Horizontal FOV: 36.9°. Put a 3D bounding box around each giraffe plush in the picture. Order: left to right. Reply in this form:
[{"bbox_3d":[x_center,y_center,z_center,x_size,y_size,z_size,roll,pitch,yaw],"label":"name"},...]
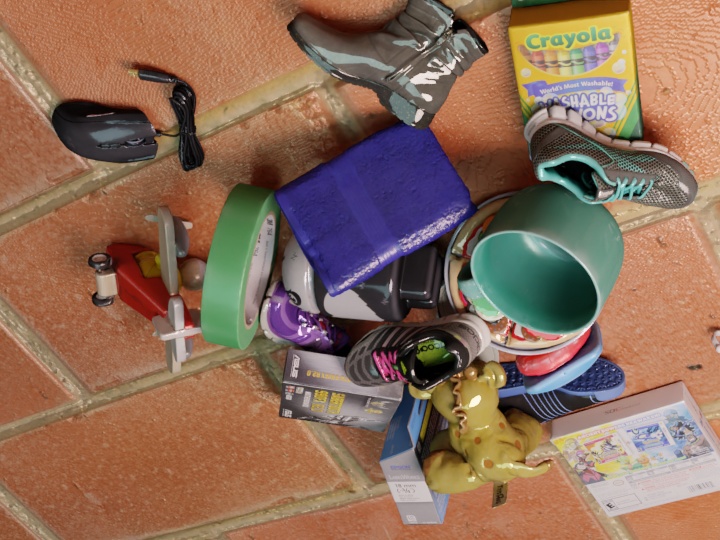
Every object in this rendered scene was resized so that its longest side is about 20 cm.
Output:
[{"bbox_3d":[0.141,0.186,1.378,0.172,0.200,0.163,-22,103,-1],"label":"giraffe plush"}]

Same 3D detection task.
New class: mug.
[{"bbox_3d":[0.201,-0.026,1.209,0.184,0.115,0.152,18,140,25],"label":"mug"}]

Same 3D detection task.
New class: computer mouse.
[{"bbox_3d":[-0.293,-0.185,1.322,0.199,0.046,0.141,11,132,6],"label":"computer mouse"}]

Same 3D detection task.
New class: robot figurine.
[{"bbox_3d":[0.000,0.002,1.346,0.199,0.125,0.151,5,125,16],"label":"robot figurine"}]

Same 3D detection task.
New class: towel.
[{"bbox_3d":[0.017,-0.076,1.244,0.199,0.050,0.148,-30,76,3],"label":"towel"}]

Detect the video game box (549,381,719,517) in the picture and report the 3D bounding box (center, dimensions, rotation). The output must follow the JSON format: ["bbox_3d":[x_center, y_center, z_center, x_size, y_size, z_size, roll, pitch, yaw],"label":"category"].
[{"bbox_3d":[0.396,0.255,1.512,0.199,0.047,0.182,-22,123,29],"label":"video game box"}]

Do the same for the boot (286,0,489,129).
[{"bbox_3d":[0.031,-0.257,1.179,0.200,0.068,0.131,31,117,-9],"label":"boot"}]

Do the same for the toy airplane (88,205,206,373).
[{"bbox_3d":[-0.250,0.027,1.427,0.200,0.141,0.200,-29,89,51],"label":"toy airplane"}]

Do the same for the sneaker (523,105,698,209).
[{"bbox_3d":[0.265,-0.099,1.153,0.199,0.091,0.078,19,135,-4],"label":"sneaker"}]

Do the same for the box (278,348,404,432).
[{"bbox_3d":[-0.030,0.169,1.482,0.158,0.049,0.200,10,159,-3],"label":"box"}]

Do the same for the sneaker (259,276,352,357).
[{"bbox_3d":[-0.060,0.075,1.438,0.083,0.081,0.200,5,154,36],"label":"sneaker"}]

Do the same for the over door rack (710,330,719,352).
[{"bbox_3d":[0.549,0.074,1.306,0.199,0.067,0.148,17,132,0],"label":"over door rack"}]

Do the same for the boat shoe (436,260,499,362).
[{"bbox_3d":[0.139,0.074,1.418,0.075,0.060,0.201,-7,126,3],"label":"boat shoe"}]

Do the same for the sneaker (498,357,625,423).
[{"bbox_3d":[0.263,0.166,1.462,0.199,0.070,0.078,-3,132,26],"label":"sneaker"}]

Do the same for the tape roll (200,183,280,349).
[{"bbox_3d":[-0.145,-0.005,1.332,0.048,0.201,0.201,12,131,4],"label":"tape roll"}]

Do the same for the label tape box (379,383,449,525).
[{"bbox_3d":[0.077,0.236,1.515,0.063,0.144,0.201,-5,127,21],"label":"label tape box"}]

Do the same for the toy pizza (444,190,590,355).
[{"bbox_3d":[0.199,0.005,1.299,0.199,0.032,0.201,2,98,12],"label":"toy pizza"}]

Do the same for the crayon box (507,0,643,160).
[{"bbox_3d":[0.230,-0.218,1.155,0.125,0.052,0.201,-4,128,18],"label":"crayon box"}]

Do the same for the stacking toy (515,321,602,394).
[{"bbox_3d":[0.206,0.043,1.359,0.116,0.110,0.200,-34,104,17],"label":"stacking toy"}]

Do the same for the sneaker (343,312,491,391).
[{"bbox_3d":[0.058,0.107,1.317,0.199,0.087,0.074,-15,104,28],"label":"sneaker"}]
